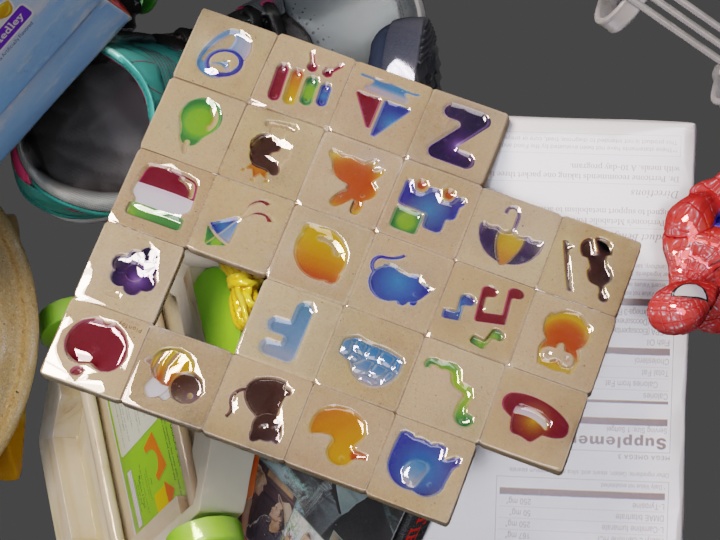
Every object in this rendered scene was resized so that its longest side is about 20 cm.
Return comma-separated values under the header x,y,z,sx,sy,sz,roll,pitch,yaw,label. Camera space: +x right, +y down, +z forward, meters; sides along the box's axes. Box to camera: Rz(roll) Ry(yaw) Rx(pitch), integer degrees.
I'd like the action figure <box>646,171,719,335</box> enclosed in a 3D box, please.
x,y,z,sx,sy,sz,roll,pitch,yaw,label
0.176,-0.029,0.896,0.052,0.200,0.066,10,126,45,action figure

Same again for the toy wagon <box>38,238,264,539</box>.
x,y,z,sx,sy,sz,roll,pitch,yaw,label
-0.082,0.056,0.940,0.200,0.039,0.156,-45,51,43,toy wagon

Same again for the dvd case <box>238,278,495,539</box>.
x,y,z,sx,sy,sz,roll,pitch,yaw,label
-0.029,0.083,0.937,0.146,0.022,0.201,42,123,35,dvd case

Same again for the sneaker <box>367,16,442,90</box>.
x,y,z,sx,sy,sz,roll,pitch,yaw,label
-0.015,-0.016,0.966,0.082,0.070,0.201,13,103,11,sneaker

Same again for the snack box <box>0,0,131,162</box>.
x,y,z,sx,sy,sz,roll,pitch,yaw,label
-0.211,-0.110,0.952,0.169,0.068,0.200,-47,47,6,snack box

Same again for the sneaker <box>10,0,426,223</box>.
x,y,z,sx,sy,sz,roll,pitch,yaw,label
-0.068,-0.080,0.957,0.199,0.121,0.084,-27,89,7,sneaker

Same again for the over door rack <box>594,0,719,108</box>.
x,y,z,sx,sy,sz,roll,pitch,yaw,label
0.162,-0.181,0.920,0.147,0.067,0.200,31,116,-18,over door rack

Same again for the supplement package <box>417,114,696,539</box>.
x,y,z,sx,sy,sz,roll,pitch,yaw,label
0.083,0.037,0.944,0.109,0.114,0.201,2,92,6,supplement package

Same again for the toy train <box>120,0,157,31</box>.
x,y,z,sx,sy,sz,roll,pitch,yaw,label
-0.131,-0.201,0.996,0.056,0.042,0.201,-10,88,44,toy train

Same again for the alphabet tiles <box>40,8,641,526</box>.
x,y,z,sx,sy,sz,roll,pitch,yaw,label
0.000,0.000,0.860,0.199,0.008,0.168,20,69,6,alphabet tiles

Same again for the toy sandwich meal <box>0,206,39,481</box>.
x,y,z,sx,sy,sz,roll,pitch,yaw,label
-0.226,0.039,1.013,0.204,0.070,0.206,-2,83,13,toy sandwich meal
